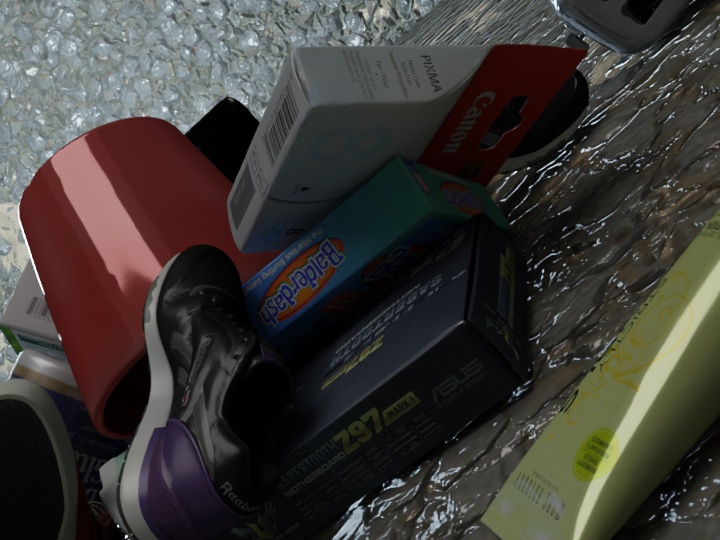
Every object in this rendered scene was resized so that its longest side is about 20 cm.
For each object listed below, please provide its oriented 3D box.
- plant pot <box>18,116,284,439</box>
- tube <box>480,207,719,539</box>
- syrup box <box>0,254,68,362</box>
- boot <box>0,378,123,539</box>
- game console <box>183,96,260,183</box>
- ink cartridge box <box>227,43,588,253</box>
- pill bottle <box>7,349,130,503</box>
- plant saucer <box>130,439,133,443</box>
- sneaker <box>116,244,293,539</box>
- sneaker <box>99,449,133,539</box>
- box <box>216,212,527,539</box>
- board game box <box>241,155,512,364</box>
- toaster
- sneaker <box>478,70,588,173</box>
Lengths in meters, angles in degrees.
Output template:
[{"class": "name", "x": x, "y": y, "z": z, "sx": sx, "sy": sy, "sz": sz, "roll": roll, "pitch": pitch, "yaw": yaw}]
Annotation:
[{"class": "plant pot", "x": -0.151, "y": -0.004, "z": 0.807, "sx": 0.200, "sy": 0.178, "sz": 0.201, "roll": -31, "pitch": -19, "yaw": -12}, {"class": "tube", "x": 0.122, "y": 0.029, "z": 0.401, "sx": 0.200, "sy": 0.052, "sz": 0.058, "roll": -49, "pitch": -28, "yaw": -4}, {"class": "syrup box", "x": -0.267, "y": 0.066, "z": 1.021, "sx": 0.200, "sy": 0.078, "sz": 0.082, "roll": 96, "pitch": -170, "yaw": -63}, {"class": "boot", "x": -0.200, "y": 0.151, "z": 0.702, "sx": 0.072, "sy": 0.201, "sz": 0.144, "roll": -5, "pitch": 14, "yaw": 2}, {"class": "game console", "x": -0.063, "y": -0.087, "z": 1.025, "sx": 0.116, "sy": 0.200, "sz": 0.176, "roll": -35, "pitch": 14, "yaw": 29}, {"class": "ink cartridge box", "x": 0.030, "y": -0.073, "z": 0.677, "sx": 0.199, "sy": 0.047, "sz": 0.160, "roll": -5, "pitch": -27, "yaw": -24}, {"class": "pill bottle", "x": -0.261, "y": 0.175, "z": 0.873, "sx": 0.201, "sy": 0.111, "sz": 0.111, "roll": -69, "pitch": 17, "yaw": -9}, {"class": "plant saucer", "x": -0.210, "y": 0.131, "z": 1.138, "sx": 0.201, "sy": 0.039, "sz": 0.201, "roll": -40, "pitch": 11, "yaw": 10}, {"class": "sneaker", "x": -0.069, "y": 0.056, "z": 0.595, "sx": 0.087, "sy": 0.076, "sz": 0.201, "roll": -30, "pitch": 41, "yaw": 27}, {"class": "sneaker", "x": -0.106, "y": 0.134, "z": 0.711, "sx": 0.118, "sy": 0.074, "sz": 0.200, "roll": -35, "pitch": 17, "yaw": -12}, {"class": "box", "x": 0.007, "y": 0.066, "z": 0.627, "sx": 0.200, "sy": 0.051, "sz": 0.158, "roll": -39, "pitch": 13, "yaw": 22}, {"class": "board game box", "x": -0.008, "y": 0.010, "z": 0.726, "sx": 0.200, "sy": 0.045, "sz": 0.152, "roll": -39, "pitch": -18, "yaw": 20}, {"class": "toaster", "x": 0.230, "y": -0.270, "z": 0.874, "sx": 0.200, "sy": 0.113, "sz": 0.129, "roll": -55, "pitch": 10, "yaw": 27}, {"class": "sneaker", "x": 0.078, "y": -0.117, "z": 0.785, "sx": 0.199, "sy": 0.088, "sz": 0.076, "roll": -23, "pitch": 50, "yaw": -10}]
